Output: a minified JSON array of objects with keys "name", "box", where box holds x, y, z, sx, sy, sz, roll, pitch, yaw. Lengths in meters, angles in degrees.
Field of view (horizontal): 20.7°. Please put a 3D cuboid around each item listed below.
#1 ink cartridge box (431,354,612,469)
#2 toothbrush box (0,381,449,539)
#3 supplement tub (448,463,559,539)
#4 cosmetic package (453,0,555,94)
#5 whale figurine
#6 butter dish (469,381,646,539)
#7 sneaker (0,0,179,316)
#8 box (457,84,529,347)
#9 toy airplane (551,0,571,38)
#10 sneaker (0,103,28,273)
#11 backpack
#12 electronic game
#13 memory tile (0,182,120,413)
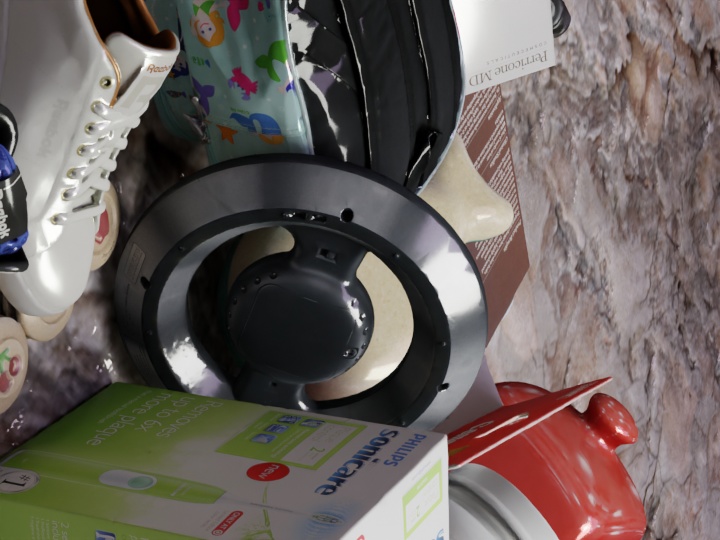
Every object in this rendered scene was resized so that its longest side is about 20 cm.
[{"name":"ink cartridge box","box":[0.032,0.093,1.201,0.200,0.176,0.045,-20,89,-55]},{"name":"toothbrush box","box":[-0.074,0.131,0.979,0.146,0.200,0.086,-35,129,-57]},{"name":"supplement tub","box":[0.011,0.208,1.077,0.200,0.145,0.146,-30,130,-23]},{"name":"cosmetic package","box":[0.052,-0.216,1.237,0.108,0.085,0.200,-21,123,-18]},{"name":"whale figurine","box":[0.000,0.000,1.175,0.200,0.104,0.159,-43,99,-29]},{"name":"butter dish","box":[0.136,0.148,1.411,0.148,0.199,0.200,-45,158,14]},{"name":"sneaker","box":[-0.128,-0.071,0.903,0.073,0.085,0.200,-29,125,-62]},{"name":"box","box":[0.059,-0.052,1.363,0.100,0.075,0.200,-58,144,-43]},{"name":"toy airplane","box":[0.138,-0.277,1.385,0.199,0.141,0.200,-44,170,-36]},{"name":"sneaker","box":[-0.197,-0.021,0.768,0.199,0.115,0.081,-54,143,-45]},{"name":"backpack","box":[-0.026,-0.123,1.062,0.178,0.150,0.200,-51,133,-41]},{"name":"electronic game","box":[-0.032,0.024,1.044,0.042,0.200,0.200,-80,163,-53]},{"name":"memory tile","box":[-0.179,-0.006,0.930,0.200,0.017,0.153,-62,148,-36]}]
